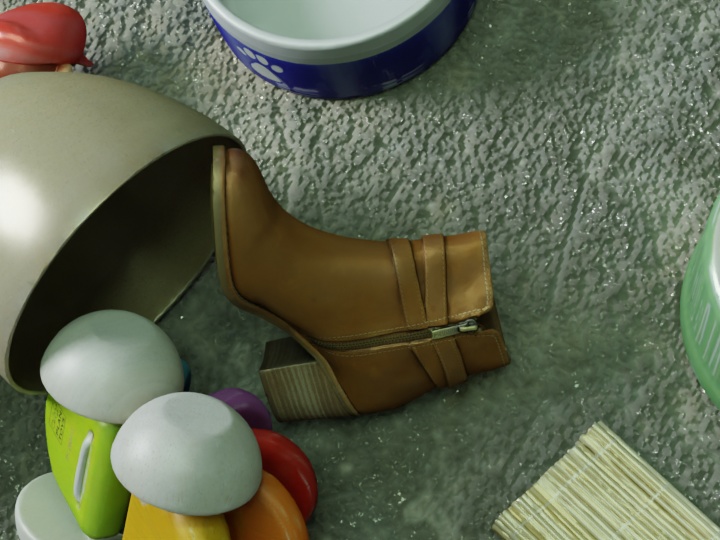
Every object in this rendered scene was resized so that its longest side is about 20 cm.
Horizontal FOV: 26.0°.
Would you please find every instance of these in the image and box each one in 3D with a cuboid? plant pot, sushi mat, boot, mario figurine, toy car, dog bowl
[{"bbox_3d":[-0.185,-0.043,0.952,0.134,0.200,0.200,40,80,14],"label":"plant pot"},{"bbox_3d":[0.180,0.186,0.914,0.096,0.012,0.200,-44,68,-9],"label":"sushi mat"},{"bbox_3d":[0.000,0.000,0.931,0.155,0.201,0.077,-13,24,9],"label":"boot"},{"bbox_3d":[-0.230,-0.086,1.073,0.123,0.106,0.201,19,82,-21],"label":"mario figurine"},{"bbox_3d":[-0.105,0.123,0.921,0.150,0.176,0.200,-11,38,-38],"label":"toy car"},{"bbox_3d":[-0.016,-0.222,1.072,0.199,0.079,0.201,-3,69,8],"label":"dog bowl"}]

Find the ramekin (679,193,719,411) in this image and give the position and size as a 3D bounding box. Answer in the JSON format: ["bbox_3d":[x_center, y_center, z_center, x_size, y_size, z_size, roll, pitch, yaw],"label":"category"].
[{"bbox_3d":[0.290,0.009,0.916,0.199,0.098,0.201,-3,68,9],"label":"ramekin"}]
